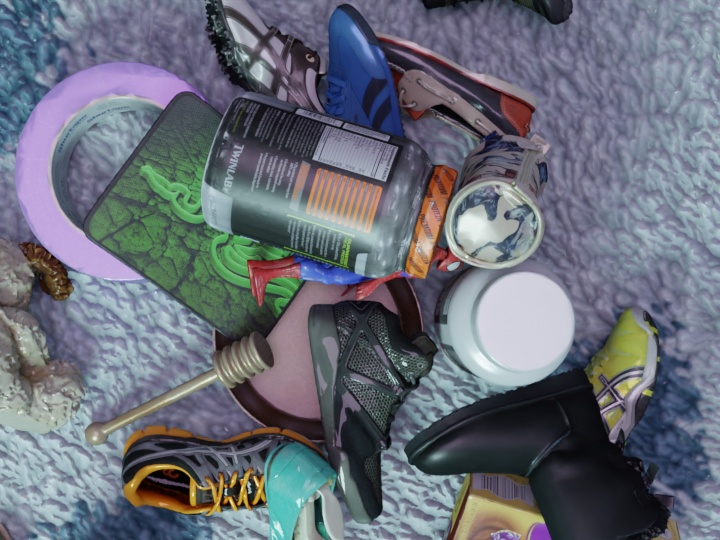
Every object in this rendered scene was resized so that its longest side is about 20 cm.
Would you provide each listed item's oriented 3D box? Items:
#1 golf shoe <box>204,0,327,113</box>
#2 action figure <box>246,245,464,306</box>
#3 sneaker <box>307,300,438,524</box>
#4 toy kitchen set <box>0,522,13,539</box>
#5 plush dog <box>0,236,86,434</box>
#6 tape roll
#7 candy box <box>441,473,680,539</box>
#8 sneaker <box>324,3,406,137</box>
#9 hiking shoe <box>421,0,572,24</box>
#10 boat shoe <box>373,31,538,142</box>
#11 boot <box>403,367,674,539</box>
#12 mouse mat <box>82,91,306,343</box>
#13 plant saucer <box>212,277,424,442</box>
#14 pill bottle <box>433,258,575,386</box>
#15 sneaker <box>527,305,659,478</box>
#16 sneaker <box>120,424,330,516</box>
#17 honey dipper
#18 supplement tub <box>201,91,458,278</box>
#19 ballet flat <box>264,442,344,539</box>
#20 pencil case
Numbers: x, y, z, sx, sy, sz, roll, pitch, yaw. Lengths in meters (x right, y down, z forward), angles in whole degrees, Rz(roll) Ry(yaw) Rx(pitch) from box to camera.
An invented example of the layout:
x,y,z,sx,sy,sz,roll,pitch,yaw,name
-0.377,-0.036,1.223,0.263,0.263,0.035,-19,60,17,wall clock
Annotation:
x,y,z,sx,sy,sz,roll,pitch,yaw,name
-0.084,-0.200,1.094,0.094,0.078,0.201,-24,96,-10,golf shoe
0.000,0.000,1.050,0.198,0.065,0.052,-10,98,-11,action figure
0.020,0.123,1.041,0.113,0.076,0.201,-8,82,4,sneaker
-0.308,0.310,1.003,0.199,0.180,0.164,-34,87,-7,toy kitchen set
-0.354,0.046,1.046,0.198,0.161,0.173,-1,64,-1,plush dog
-0.217,-0.090,1.084,0.198,0.066,0.202,0,87,-2,tape roll
0.178,0.261,1.058,0.198,0.057,0.117,15,118,-1,candy box
-0.007,-0.138,1.054,0.078,0.066,0.201,-22,119,-13,sneaker
0.107,-0.281,1.106,0.200,0.076,0.101,37,95,10,hiking shoe
0.069,-0.168,1.096,0.199,0.071,0.063,22,90,-5,boat shoe
0.155,0.184,0.991,0.197,0.073,0.163,-17,66,-18,boot
-0.129,-0.043,1.050,0.200,0.008,0.161,37,85,-18,mouse mat
-0.039,0.060,1.097,0.198,0.034,0.202,0,87,-1,plant saucer
0.127,0.044,1.018,0.110,0.200,0.112,0,88,-2,pill bottle
0.219,0.125,1.080,0.076,0.075,0.201,21,86,-2,sneaker
-0.124,0.192,1.057,0.198,0.077,0.079,0,111,3,sneaker
-0.172,0.113,1.071,0.199,0.038,0.038,-26,88,16,honey dipper
-0.025,-0.068,0.980,0.199,0.123,0.123,18,87,4,supplement tub
-0.048,0.245,1.024,0.070,0.067,0.201,24,128,33,ballet flat
0.120,-0.064,0.990,0.077,0.200,0.090,31,110,-1,pencil case
